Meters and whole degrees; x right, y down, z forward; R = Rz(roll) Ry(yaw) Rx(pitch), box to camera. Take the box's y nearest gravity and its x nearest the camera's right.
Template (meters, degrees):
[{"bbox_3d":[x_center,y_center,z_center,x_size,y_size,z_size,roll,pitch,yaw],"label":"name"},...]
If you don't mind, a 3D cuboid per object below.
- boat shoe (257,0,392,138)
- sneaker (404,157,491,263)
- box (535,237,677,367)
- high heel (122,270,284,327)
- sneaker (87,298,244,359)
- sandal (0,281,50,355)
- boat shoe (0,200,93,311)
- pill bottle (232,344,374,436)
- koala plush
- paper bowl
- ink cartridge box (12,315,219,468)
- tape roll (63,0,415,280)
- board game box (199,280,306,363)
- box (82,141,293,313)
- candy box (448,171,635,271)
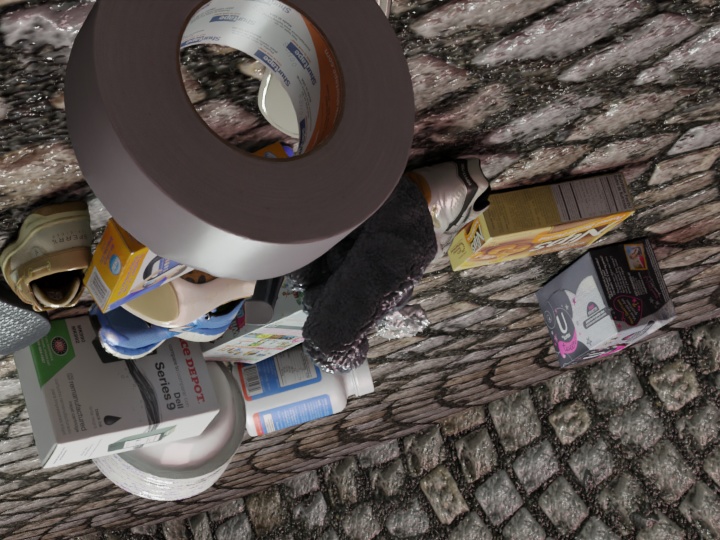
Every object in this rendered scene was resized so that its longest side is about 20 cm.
[{"bbox_3d":[-0.020,-0.166,0.966,0.062,0.072,0.200,-58,-178,-31],"label":"boat shoe"},{"bbox_3d":[0.095,-0.062,1.457,0.087,0.077,0.200,-20,170,-3],"label":"sneaker"},{"bbox_3d":[0.366,0.053,2.127,0.113,0.134,0.200,-13,166,-20],"label":"box"},{"bbox_3d":[-0.173,-0.003,1.441,0.197,0.072,0.143,11,-152,0],"label":"high heel"},{"bbox_3d":[-0.206,0.036,1.524,0.198,0.079,0.089,-12,157,-46],"label":"sneaker"},{"bbox_3d":[-0.362,0.032,1.376,0.075,0.043,0.200,-24,157,2],"label":"sandal"},{"bbox_3d":[-0.281,0.002,1.270,0.073,0.067,0.200,-11,165,-21],"label":"boat shoe"},{"bbox_3d":[-0.084,0.167,2.093,0.197,0.114,0.112,-14,167,-4],"label":"pill bottle"},{"bbox_3d":[0.000,0.000,1.399,0.183,0.178,0.200,-40,163,-1],"label":"koala plush"},{"bbox_3d":[-0.236,0.170,1.723,0.198,0.203,0.105,-8,151,-30],"label":"paper bowl"},{"bbox_3d":[-0.277,0.126,1.604,0.198,0.148,0.084,-10,159,-30],"label":"ink cartridge box"},{"bbox_3d":[-0.068,-0.100,0.818,0.198,0.203,0.066,-8,166,-30],"label":"tape roll"},{"bbox_3d":[-0.101,0.050,1.702,0.198,0.065,0.147,-25,164,26],"label":"board game box"},{"bbox_3d":[-0.137,-0.041,1.214,0.198,0.042,0.119,-26,166,-31],"label":"box"},{"bbox_3d":[0.208,-0.057,1.653,0.197,0.056,0.115,-11,166,-23],"label":"candy box"}]
